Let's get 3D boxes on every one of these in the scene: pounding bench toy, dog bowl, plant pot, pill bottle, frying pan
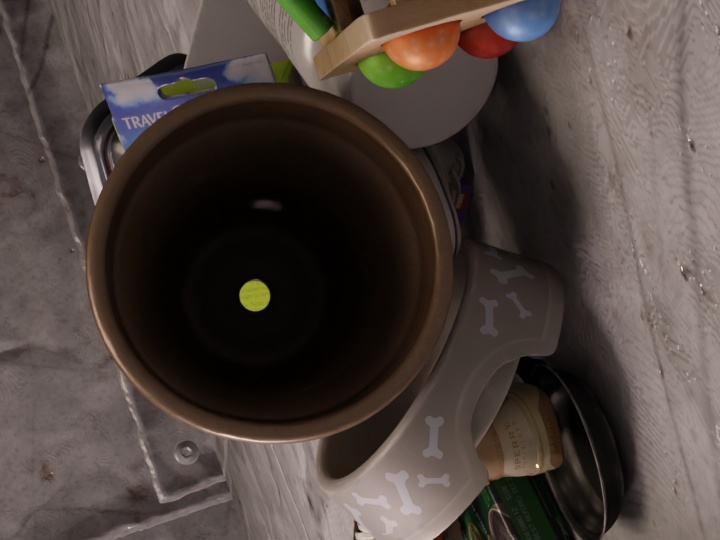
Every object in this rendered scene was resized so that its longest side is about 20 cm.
[{"bbox_3d":[-0.004,-0.169,0.806,0.124,0.200,0.156,170,83,-77],"label":"pounding bench toy"},{"bbox_3d":[0.042,0.069,0.970,0.059,0.200,0.200,30,174,-13],"label":"dog bowl"},{"bbox_3d":[-0.056,0.004,0.943,0.175,0.200,0.201,130,121,-81],"label":"plant pot"},{"bbox_3d":[0.001,-0.164,0.985,0.200,0.113,0.114,-123,20,-50],"label":"pill bottle"},{"bbox_3d":[0.122,0.097,1.018,0.190,0.031,0.115,-126,23,-61],"label":"frying pan"}]

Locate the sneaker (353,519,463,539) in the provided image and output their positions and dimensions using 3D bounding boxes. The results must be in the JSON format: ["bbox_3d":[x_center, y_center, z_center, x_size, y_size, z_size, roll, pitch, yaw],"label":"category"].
[{"bbox_3d":[0.027,0.194,1.154,0.071,0.080,0.200,14,150,26],"label":"sneaker"}]

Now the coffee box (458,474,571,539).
[{"bbox_3d":[0.107,0.205,1.200,0.200,0.044,0.123,97,152,-62],"label":"coffee box"}]

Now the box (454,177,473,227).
[{"bbox_3d":[0.000,0.000,1.142,0.137,0.039,0.200,38,122,41],"label":"box"}]

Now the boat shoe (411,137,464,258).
[{"bbox_3d":[0.033,-0.063,1.014,0.200,0.066,0.072,-121,39,-54],"label":"boat shoe"}]

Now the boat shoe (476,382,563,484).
[{"bbox_3d":[0.067,0.105,1.047,0.200,0.064,0.071,156,98,-75],"label":"boat shoe"}]

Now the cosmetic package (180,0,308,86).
[{"bbox_3d":[-0.071,-0.157,1.138,0.074,0.101,0.201,128,156,-76],"label":"cosmetic package"}]

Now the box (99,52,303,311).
[{"bbox_3d":[-0.080,-0.053,1.057,0.048,0.122,0.200,-73,-31,-56],"label":"box"}]

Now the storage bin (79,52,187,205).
[{"bbox_3d":[-0.112,-0.053,1.271,0.134,0.146,0.200,30,146,30],"label":"storage bin"}]
